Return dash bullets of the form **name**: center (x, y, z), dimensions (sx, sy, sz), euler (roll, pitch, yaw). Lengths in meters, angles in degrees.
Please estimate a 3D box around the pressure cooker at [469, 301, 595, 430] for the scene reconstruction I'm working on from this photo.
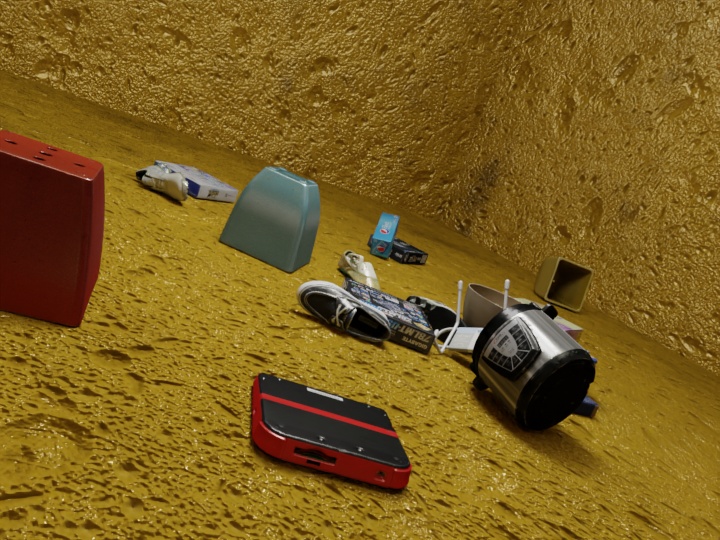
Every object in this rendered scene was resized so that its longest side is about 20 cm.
- **pressure cooker**: center (0.300, 0.164, 1.108), dimensions (0.172, 0.182, 0.201), euler (-12, 38, -23)

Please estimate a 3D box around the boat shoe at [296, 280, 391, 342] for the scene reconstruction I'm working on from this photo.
- **boat shoe**: center (-0.030, 0.083, 1.160), dimensions (0.197, 0.073, 0.068), euler (28, 9, -13)

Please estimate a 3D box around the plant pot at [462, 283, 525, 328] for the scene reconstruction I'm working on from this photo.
- **plant pot**: center (0.314, 0.135, 1.398), dimensions (0.196, 0.137, 0.201), euler (21, 11, -4)

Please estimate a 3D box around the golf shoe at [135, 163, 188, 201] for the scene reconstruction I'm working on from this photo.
- **golf shoe**: center (-0.532, -0.231, 1.628), dimensions (0.096, 0.080, 0.198), euler (-13, 27, -40)

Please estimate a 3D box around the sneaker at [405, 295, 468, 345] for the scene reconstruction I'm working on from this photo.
- **sneaker**: center (0.197, 0.113, 1.424), dimensions (0.087, 0.076, 0.199), euler (9, 18, -42)

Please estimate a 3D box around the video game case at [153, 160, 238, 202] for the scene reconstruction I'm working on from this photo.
- **video game case**: center (-0.505, -0.271, 1.865), dimensions (0.197, 0.046, 0.180), euler (28, 14, 23)

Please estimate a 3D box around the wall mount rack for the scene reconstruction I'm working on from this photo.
- **wall mount rack**: center (0.241, 0.104, 1.283), dimensions (0.196, 0.076, 0.175), euler (-1, 38, 38)

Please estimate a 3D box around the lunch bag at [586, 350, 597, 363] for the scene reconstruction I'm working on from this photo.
- **lunch bag**: center (0.459, 0.204, 1.437), dimensions (0.157, 0.077, 0.200), euler (20, -2, 2)

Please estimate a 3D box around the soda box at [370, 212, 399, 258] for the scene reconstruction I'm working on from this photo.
- **soda box**: center (0.086, -0.124, 2.105), dimensions (0.066, 0.066, 0.201), euler (12, 31, 6)

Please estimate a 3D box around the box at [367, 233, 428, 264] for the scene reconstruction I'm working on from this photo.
- **box**: center (0.138, -0.076, 2.215), dimensions (0.158, 0.044, 0.198), euler (30, 14, 29)

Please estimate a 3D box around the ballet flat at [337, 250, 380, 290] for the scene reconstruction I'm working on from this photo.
- **ballet flat**: center (0.000, 0.000, 1.574), dimensions (0.069, 0.072, 0.200), euler (15, 15, -32)

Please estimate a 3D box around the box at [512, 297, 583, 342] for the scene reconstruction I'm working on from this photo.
- **box**: center (0.494, 0.163, 1.706), dimensions (0.198, 0.099, 0.174), euler (30, 14, 34)

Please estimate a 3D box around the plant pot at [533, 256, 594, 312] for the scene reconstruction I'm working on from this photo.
- **plant pot**: center (0.893, 0.049, 2.748), dimensions (0.190, 0.200, 0.200), euler (19, 4, -15)

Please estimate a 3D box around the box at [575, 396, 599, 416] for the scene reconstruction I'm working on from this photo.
- **box**: center (0.398, 0.251, 1.295), dimensions (0.196, 0.033, 0.121), euler (20, 12, -27)

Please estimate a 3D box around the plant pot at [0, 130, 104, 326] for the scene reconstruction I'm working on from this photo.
- **plant pot**: center (-0.433, -0.069, 0.795), dimensions (0.196, 0.180, 0.200), euler (17, 13, -21)

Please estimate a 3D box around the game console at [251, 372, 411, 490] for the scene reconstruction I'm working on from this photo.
- **game console**: center (-0.040, 0.195, 0.754), dimensions (0.196, 0.032, 0.177), euler (20, 7, -15)

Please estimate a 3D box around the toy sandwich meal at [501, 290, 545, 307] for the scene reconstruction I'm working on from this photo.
- **toy sandwich meal**: center (0.546, 0.123, 2.042), dimensions (0.201, 0.072, 0.205), euler (22, 12, -5)

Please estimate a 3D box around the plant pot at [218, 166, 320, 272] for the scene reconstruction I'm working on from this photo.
- **plant pot**: center (-0.198, -0.139, 1.482), dimensions (0.192, 0.204, 0.196), euler (22, 11, 5)

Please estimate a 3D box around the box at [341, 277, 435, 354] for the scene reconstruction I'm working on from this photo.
- **box**: center (0.052, 0.092, 1.311), dimensions (0.196, 0.051, 0.199), euler (21, 13, -10)
